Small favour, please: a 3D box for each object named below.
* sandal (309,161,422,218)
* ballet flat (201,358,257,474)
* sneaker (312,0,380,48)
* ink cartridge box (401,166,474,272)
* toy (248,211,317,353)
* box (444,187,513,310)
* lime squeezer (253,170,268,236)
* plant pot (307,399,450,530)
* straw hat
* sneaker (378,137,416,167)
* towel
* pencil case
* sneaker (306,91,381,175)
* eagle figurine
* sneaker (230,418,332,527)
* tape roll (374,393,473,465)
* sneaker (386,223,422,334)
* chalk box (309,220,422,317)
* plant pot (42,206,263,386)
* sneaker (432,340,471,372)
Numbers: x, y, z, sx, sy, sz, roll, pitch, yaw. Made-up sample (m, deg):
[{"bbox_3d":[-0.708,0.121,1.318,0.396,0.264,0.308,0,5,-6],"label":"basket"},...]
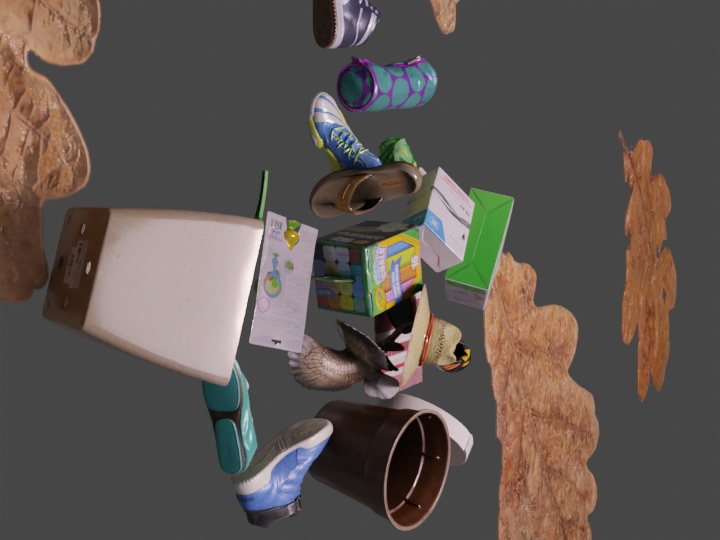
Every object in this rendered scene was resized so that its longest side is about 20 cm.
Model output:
[{"bbox_3d":[0.002,-0.121,1.204,0.054,0.198,0.081,-78,148,-41],"label":"sandal"},{"bbox_3d":[-0.193,0.202,1.127,0.070,0.067,0.202,-51,138,-68],"label":"ballet flat"},{"bbox_3d":[-0.020,-0.460,1.212,0.108,0.070,0.202,-13,114,-46],"label":"sneaker"},{"bbox_3d":[0.152,-0.112,1.438,0.116,0.068,0.201,41,44,-26],"label":"ink cartridge box"},{"bbox_3d":[-0.130,0.020,1.179,0.115,0.047,0.202,19,78,-49],"label":"toy"},{"bbox_3d":[0.246,-0.040,1.565,0.177,0.096,0.202,68,39,-74],"label":"box"},{"bbox_3d":[-0.177,-0.058,1.121,0.071,0.038,0.201,42,60,-13],"label":"lime squeezer"},{"bbox_3d":[0.023,0.319,1.309,0.199,0.197,0.202,-12,105,-50],"label":"plant pot"},{"bbox_3d":[0.131,0.124,1.315,0.201,0.084,0.203,14,90,-83],"label":"straw hat"},{"bbox_3d":[0.056,-0.187,1.330,0.200,0.074,0.084,-81,147,-70],"label":"sneaker"},{"bbox_3d":[0.073,0.139,1.488,0.143,0.023,0.202,-11,103,-49],"label":"towel"},{"bbox_3d":[0.048,-0.327,1.316,0.199,0.085,0.093,-22,130,-49],"label":"pencil case"},{"bbox_3d":[-0.014,-0.201,1.240,0.076,0.104,0.201,-49,133,-35],"label":"sneaker"},{"bbox_3d":[-0.013,0.145,1.296,0.200,0.150,0.153,-4,115,-63],"label":"eagle figurine"},{"bbox_3d":[-0.114,0.333,1.228,0.199,0.076,0.112,-33,115,-40],"label":"sneaker"},{"bbox_3d":[0.115,0.300,1.422,0.037,0.201,0.203,-60,138,-29],"label":"tape roll"},{"bbox_3d":[0.091,0.010,1.432,0.108,0.067,0.203,-27,106,-47],"label":"sneaker"},{"bbox_3d":[0.000,0.000,1.282,0.199,0.124,0.125,-24,115,-47],"label":"chalk box"},{"bbox_3d":[-0.260,0.012,0.903,0.176,0.199,0.202,16,84,-40],"label":"plant pot"},{"bbox_3d":[0.201,0.181,1.605,0.200,0.089,0.071,27,75,-51],"label":"sneaker"}]
